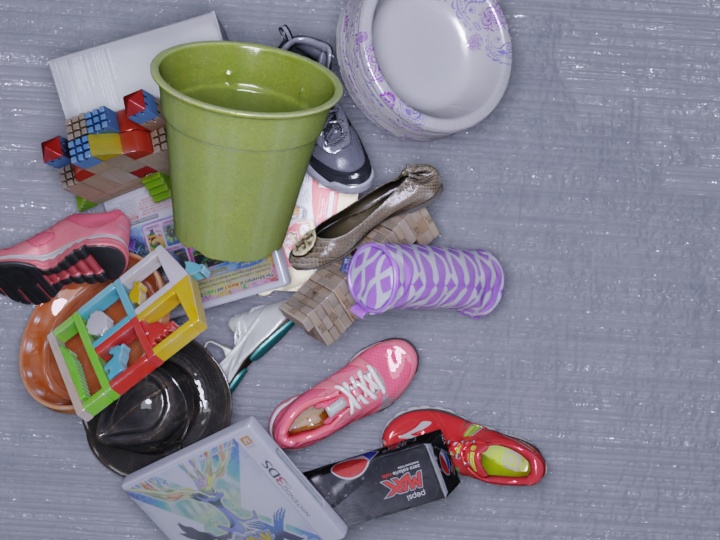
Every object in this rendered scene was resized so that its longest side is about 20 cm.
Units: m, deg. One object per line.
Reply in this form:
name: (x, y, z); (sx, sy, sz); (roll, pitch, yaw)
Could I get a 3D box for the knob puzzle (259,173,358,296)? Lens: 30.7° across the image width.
knob puzzle: (-0.105, -0.070, 1.550); (0.218, 0.030, 0.221); (0, 92, -1)

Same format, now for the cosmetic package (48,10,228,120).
cosmetic package: (-0.243, -0.225, 1.509); (0.199, 0.107, 0.091); (-19, 90, -2)

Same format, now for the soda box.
soda box: (0.008, 0.247, 1.508); (0.199, 0.063, 0.071); (-21, 91, 22)

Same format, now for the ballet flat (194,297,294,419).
ballet flat: (-0.145, 0.092, 1.538); (0.069, 0.069, 0.200); (41, 94, -1)

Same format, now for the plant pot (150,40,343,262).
plant pot: (-0.130, -0.118, 1.390); (0.199, 0.200, 0.191); (10, 118, -1)

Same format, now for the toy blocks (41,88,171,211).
toy blocks: (-0.271, -0.136, 1.457); (0.199, 0.137, 0.101); (-19, 73, 19)

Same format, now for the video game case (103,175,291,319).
video game case: (-0.195, -0.046, 1.523); (0.199, 0.024, 0.183); (-16, 92, 19)

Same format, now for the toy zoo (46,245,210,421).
toy zoo: (-0.247, 0.058, 1.440); (0.200, 0.020, 0.131); (-37, 49, 5)

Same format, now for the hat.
hat: (-0.250, 0.163, 1.500); (0.199, 0.081, 0.202); (2, 97, 19)

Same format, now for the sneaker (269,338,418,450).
sneaker: (-0.016, 0.152, 1.520); (0.199, 0.087, 0.074); (-33, 92, 0)

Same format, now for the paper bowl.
paper bowl: (0.064, -0.246, 1.491); (0.199, 0.104, 0.202); (4, 82, -29)

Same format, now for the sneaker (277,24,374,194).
sneaker: (-0.048, -0.184, 1.483); (0.075, 0.114, 0.201); (-28, 72, -18)

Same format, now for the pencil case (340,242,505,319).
pencil case: (0.076, 0.014, 1.481); (0.199, 0.084, 0.086); (2, 107, -41)

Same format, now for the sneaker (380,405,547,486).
sneaker: (0.123, 0.207, 1.531); (0.198, 0.085, 0.078); (11, 90, -1)

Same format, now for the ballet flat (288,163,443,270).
ballet flat: (0.001, -0.065, 1.495); (0.199, 0.068, 0.046); (-29, 128, 5)

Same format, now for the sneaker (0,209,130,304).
sneaker: (-0.351, -0.021, 1.534); (0.199, 0.087, 0.074); (-11, 134, 18)

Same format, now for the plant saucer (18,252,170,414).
plant saucer: (-0.301, 0.072, 1.498); (0.199, 0.032, 0.201); (-16, 53, 22)

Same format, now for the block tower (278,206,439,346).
block tower: (0.000, 0.000, 1.509); (0.200, 0.054, 0.058); (-44, 126, -16)

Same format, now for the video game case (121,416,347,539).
video game case: (-0.144, 0.269, 1.491); (0.199, 0.022, 0.183); (-27, 113, 28)
